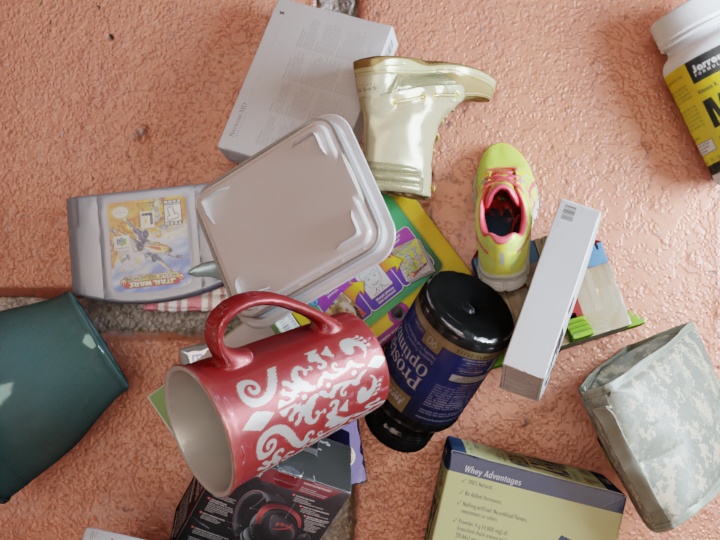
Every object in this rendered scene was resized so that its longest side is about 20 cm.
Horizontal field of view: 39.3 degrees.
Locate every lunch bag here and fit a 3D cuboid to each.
[{"bbox_3d":[0.319,0.171,1.094,0.117,0.199,0.165,-29,86,40],"label":"lunch bag"}]

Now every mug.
[{"bbox_3d":[-0.073,0.111,0.997,0.199,0.178,0.134,-20,57,-33],"label":"mug"}]

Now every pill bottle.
[{"bbox_3d":[0.080,0.108,1.120,0.111,0.112,0.201,30,125,4],"label":"pill bottle"},{"bbox_3d":[0.418,-0.211,1.153,0.113,0.114,0.202,-26,86,2],"label":"pill bottle"}]

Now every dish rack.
[{"bbox_3d":[-0.077,-0.053,1.032,0.199,0.043,0.173,-29,74,17],"label":"dish rack"}]

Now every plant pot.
[{"bbox_3d":[-0.377,0.126,1.148,0.187,0.200,0.201,-33,86,-12],"label":"plant pot"}]

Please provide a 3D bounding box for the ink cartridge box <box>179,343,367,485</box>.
[{"bbox_3d":[-0.104,0.174,1.199,0.198,0.041,0.202,-10,87,2],"label":"ink cartridge box"}]

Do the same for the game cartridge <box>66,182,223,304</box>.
[{"bbox_3d":[-0.246,-0.029,1.191,0.197,0.042,0.135,-6,81,1],"label":"game cartridge"}]

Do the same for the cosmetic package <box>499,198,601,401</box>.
[{"bbox_3d":[0.205,0.032,1.083,0.050,0.083,0.202,19,70,11],"label":"cosmetic package"}]

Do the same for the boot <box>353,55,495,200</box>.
[{"bbox_3d":[0.076,-0.159,1.155,0.199,0.072,0.158,-3,92,-41],"label":"boot"}]

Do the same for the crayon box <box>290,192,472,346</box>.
[{"bbox_3d":[0.000,0.000,1.179,0.199,0.058,0.173,-37,85,-10],"label":"crayon box"}]

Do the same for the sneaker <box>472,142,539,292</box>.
[{"bbox_3d":[0.165,-0.079,1.141,0.077,0.091,0.202,-5,52,8],"label":"sneaker"}]

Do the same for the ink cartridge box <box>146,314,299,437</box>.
[{"bbox_3d":[-0.130,0.147,1.155,0.199,0.048,0.146,-36,89,25],"label":"ink cartridge box"}]

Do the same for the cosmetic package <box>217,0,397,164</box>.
[{"bbox_3d":[-0.060,-0.206,1.179,0.149,0.052,0.202,19,79,14],"label":"cosmetic package"}]

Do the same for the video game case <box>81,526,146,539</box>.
[{"bbox_3d":[-0.201,0.336,1.120,0.180,0.201,0.023,11,63,5],"label":"video game case"}]

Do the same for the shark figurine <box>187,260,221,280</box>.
[{"bbox_3d":[-0.083,-0.055,1.095,0.213,0.090,0.129,-19,45,28],"label":"shark figurine"}]

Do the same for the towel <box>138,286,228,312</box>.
[{"bbox_3d":[-0.171,-0.023,1.219,0.197,0.030,0.148,-1,86,2],"label":"towel"}]

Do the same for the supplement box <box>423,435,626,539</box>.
[{"bbox_3d":[0.171,0.314,1.131,0.198,0.134,0.202,13,88,3],"label":"supplement box"}]

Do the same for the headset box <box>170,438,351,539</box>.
[{"bbox_3d":[-0.107,0.249,1.114,0.147,0.075,0.201,21,122,-15],"label":"headset box"}]

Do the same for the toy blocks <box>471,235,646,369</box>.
[{"bbox_3d":[0.216,0.024,1.171,0.198,0.100,0.138,-16,77,-2],"label":"toy blocks"}]
